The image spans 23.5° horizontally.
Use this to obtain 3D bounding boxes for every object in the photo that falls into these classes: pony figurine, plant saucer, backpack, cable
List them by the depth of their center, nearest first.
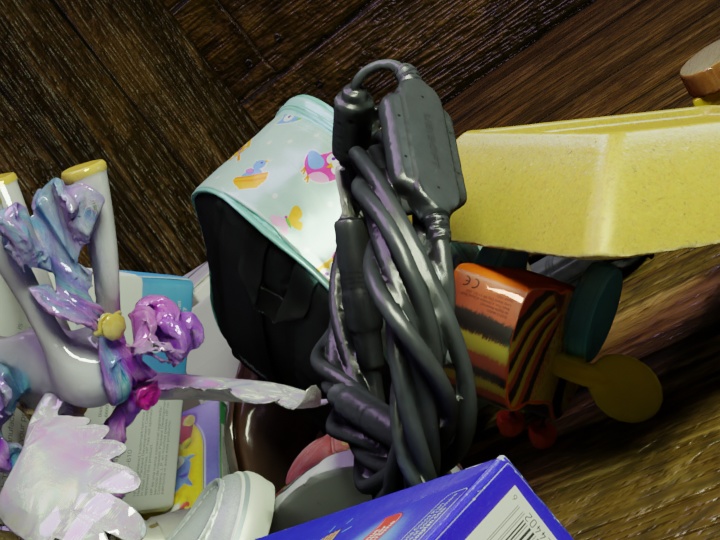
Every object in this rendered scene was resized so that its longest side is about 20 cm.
[{"bbox_3d":[0.007,0.021,0.735,0.163,0.051,0.200,109,158,-47],"label":"cable"},{"bbox_3d":[0.139,-0.046,0.779,0.200,0.049,0.200,-9,8,-22],"label":"plant saucer"},{"bbox_3d":[-0.135,0.050,0.864,0.166,0.200,0.193,-24,13,-36],"label":"pony figurine"},{"bbox_3d":[0.000,0.000,0.946,0.153,0.176,0.200,-43,-24,-10],"label":"backpack"}]

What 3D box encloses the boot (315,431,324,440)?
[{"bbox_3d":[-0.058,0.124,1.157,0.200,0.066,0.175,-32,9,37],"label":"boot"}]

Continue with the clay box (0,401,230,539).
[{"bbox_3d":[-0.164,0.169,1.104,0.200,0.048,0.115,-23,41,15],"label":"clay box"}]

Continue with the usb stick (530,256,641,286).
[{"bbox_3d":[0.112,0.013,1.137,0.200,0.033,0.055,-32,2,46],"label":"usb stick"}]

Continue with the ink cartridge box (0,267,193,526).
[{"bbox_3d":[-0.200,0.068,0.999,0.085,0.145,0.200,7,2,38],"label":"ink cartridge box"}]

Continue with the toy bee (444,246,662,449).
[{"bbox_3d":[0.089,0.040,0.822,0.200,0.109,0.131,-3,21,-45],"label":"toy bee"}]

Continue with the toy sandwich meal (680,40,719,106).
[{"bbox_3d":[0.290,-0.147,1.058,0.205,0.070,0.205,-37,6,5],"label":"toy sandwich meal"}]

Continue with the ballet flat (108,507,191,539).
[{"bbox_3d":[-0.118,0.176,0.930,0.200,0.070,0.067,-55,0,-38],"label":"ballet flat"}]

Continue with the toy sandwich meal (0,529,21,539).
[{"bbox_3d":[-0.216,0.219,1.001,0.205,0.205,0.070,-32,39,40],"label":"toy sandwich meal"}]

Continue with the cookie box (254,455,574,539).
[{"bbox_3d":[-0.027,0.163,0.643,0.171,0.075,0.200,-42,8,-33],"label":"cookie box"}]

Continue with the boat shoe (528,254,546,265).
[{"bbox_3d":[0.087,-0.032,1.158,0.200,0.072,0.072,-14,-13,-18],"label":"boat shoe"}]

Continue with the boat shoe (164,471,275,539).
[{"bbox_3d":[-0.112,0.174,0.819,0.201,0.071,0.070,-60,15,-16],"label":"boat shoe"}]

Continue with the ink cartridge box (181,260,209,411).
[{"bbox_3d":[-0.110,0.069,1.465,0.084,0.145,0.200,-43,8,-31],"label":"ink cartridge box"}]

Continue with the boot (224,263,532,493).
[{"bbox_3d":[0.020,0.072,1.057,0.200,0.187,0.064,-8,-15,11],"label":"boot"}]

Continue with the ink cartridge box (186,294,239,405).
[{"bbox_3d":[-0.015,0.027,1.230,0.145,0.084,0.200,-36,-13,38],"label":"ink cartridge box"}]

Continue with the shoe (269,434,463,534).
[{"bbox_3d":[0.001,0.111,0.873,0.200,0.071,0.091,-38,10,48],"label":"shoe"}]
